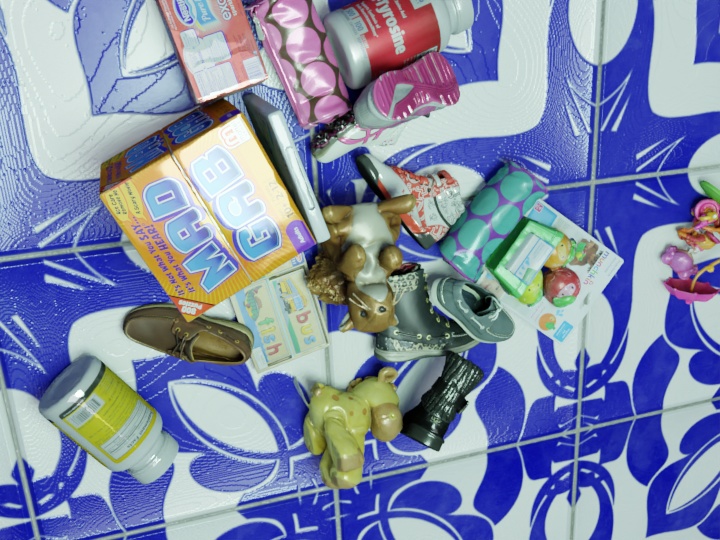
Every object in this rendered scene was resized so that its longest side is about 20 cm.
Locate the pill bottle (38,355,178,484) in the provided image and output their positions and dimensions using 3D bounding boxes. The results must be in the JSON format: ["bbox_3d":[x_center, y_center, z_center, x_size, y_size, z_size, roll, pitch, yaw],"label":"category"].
[{"bbox_3d":[-0.371,0.230,1.151,0.111,0.111,0.200,-40,116,-2],"label":"pill bottle"}]

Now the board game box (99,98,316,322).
[{"bbox_3d":[-0.212,-0.092,1.043,0.200,0.200,0.200,-32,115,-6],"label":"board game box"}]

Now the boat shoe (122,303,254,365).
[{"bbox_3d":[-0.260,0.101,1.158,0.200,0.068,0.072,13,108,-10],"label":"boat shoe"}]

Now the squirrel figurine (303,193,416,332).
[{"bbox_3d":[0.000,0.000,1.141,0.141,0.200,0.187,-10,87,-24],"label":"squirrel figurine"}]

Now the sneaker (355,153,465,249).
[{"bbox_3d":[0.085,-0.135,1.204,0.108,0.067,0.201,-43,119,-2],"label":"sneaker"}]

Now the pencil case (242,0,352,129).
[{"bbox_3d":[-0.087,-0.298,1.079,0.094,0.091,0.200,-46,120,-39],"label":"pencil case"}]

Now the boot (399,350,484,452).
[{"bbox_3d":[0.136,0.220,1.291,0.079,0.211,0.158,28,80,-1],"label":"boot"}]

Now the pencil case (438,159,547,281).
[{"bbox_3d":[0.216,-0.081,1.253,0.092,0.085,0.200,37,95,-30],"label":"pencil case"}]

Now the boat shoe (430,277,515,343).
[{"bbox_3d":[0.201,0.068,1.264,0.200,0.062,0.073,32,64,-34],"label":"boat shoe"}]

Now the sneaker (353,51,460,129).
[{"bbox_3d":[0.062,-0.250,1.080,0.200,0.088,0.082,-24,97,-42],"label":"sneaker"}]

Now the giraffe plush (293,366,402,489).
[{"bbox_3d":[-0.002,0.245,1.277,0.162,0.173,0.200,-16,78,-24],"label":"giraffe plush"}]

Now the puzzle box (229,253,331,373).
[{"bbox_3d":[-0.134,0.054,1.217,0.133,0.025,0.200,-21,113,-11],"label":"puzzle box"}]

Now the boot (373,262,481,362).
[{"bbox_3d":[0.116,0.064,1.280,0.203,0.073,0.154,-9,107,-19],"label":"boot"}]

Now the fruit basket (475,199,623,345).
[{"bbox_3d":[0.325,0.005,1.303,0.200,0.094,0.185,35,95,-7],"label":"fruit basket"}]

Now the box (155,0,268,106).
[{"bbox_3d":[-0.206,-0.328,1.006,0.102,0.095,0.200,-23,104,-10],"label":"box"}]

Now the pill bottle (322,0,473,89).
[{"bbox_3d":[0.055,-0.348,1.093,0.200,0.112,0.112,-26,115,-8],"label":"pill bottle"}]

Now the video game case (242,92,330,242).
[{"bbox_3d":[-0.106,-0.147,1.059,0.022,0.200,0.183,-24,114,-8],"label":"video game case"}]

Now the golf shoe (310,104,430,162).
[{"bbox_3d":[0.020,-0.214,1.150,0.200,0.073,0.092,-36,117,-4],"label":"golf shoe"}]

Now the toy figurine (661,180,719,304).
[{"bbox_3d":[0.630,-0.031,1.401,0.200,0.150,0.184,43,101,-4],"label":"toy figurine"}]
